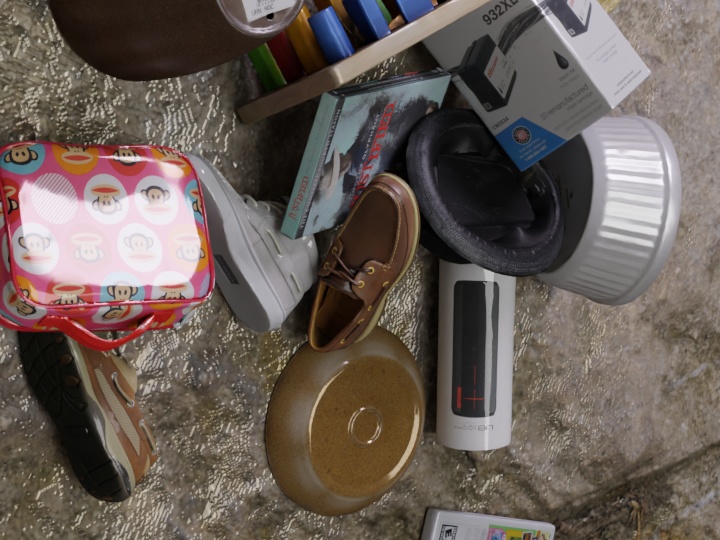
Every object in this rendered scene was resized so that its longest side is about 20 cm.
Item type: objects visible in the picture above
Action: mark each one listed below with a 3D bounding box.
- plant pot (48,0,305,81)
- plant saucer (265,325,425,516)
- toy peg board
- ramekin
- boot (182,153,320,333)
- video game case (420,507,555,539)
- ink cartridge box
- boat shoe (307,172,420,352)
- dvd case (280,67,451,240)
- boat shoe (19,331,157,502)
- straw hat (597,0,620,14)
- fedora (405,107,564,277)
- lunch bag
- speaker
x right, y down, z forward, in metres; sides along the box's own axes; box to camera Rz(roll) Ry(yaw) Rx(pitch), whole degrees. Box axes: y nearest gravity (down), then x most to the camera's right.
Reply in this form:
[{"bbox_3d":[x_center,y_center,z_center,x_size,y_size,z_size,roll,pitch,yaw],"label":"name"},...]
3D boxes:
[{"bbox_3d":[-0.136,-0.246,1.421,0.186,0.200,0.188,-8,104,-36],"label":"plant pot"},{"bbox_3d":[-0.003,0.153,1.702,0.199,0.035,0.201,-8,103,-36],"label":"plant saucer"},{"bbox_3d":[-0.011,-0.233,1.532,0.200,0.199,0.098,-33,100,-27],"label":"toy peg board"},{"bbox_3d":[0.236,-0.067,1.745,0.094,0.202,0.203,8,94,-25],"label":"ramekin"},{"bbox_3d":[-0.105,-0.045,1.575,0.096,0.073,0.201,-47,128,-32],"label":"boot"},{"bbox_3d":[0.122,0.366,1.846,0.181,0.022,0.201,13,90,-38],"label":"video game case"},{"bbox_3d":[0.157,-0.220,1.629,0.200,0.145,0.084,52,50,-3],"label":"ink cartridge box"},{"bbox_3d":[0.000,0.000,1.598,0.068,0.072,0.201,-37,155,-50],"label":"boat shoe"},{"bbox_3d":[0.007,-0.113,1.596,0.200,0.022,0.147,-18,133,-54],"label":"dvd case"},{"bbox_3d":[-0.237,0.105,1.499,0.074,0.075,0.201,-37,117,-44],"label":"boat shoe"},{"bbox_3d":[0.197,-0.347,1.725,0.200,0.085,0.202,-9,105,-36],"label":"straw hat"},{"bbox_3d":[0.105,-0.062,1.666,0.200,0.092,0.201,21,53,-30],"label":"fedora"},{"bbox_3d":[-0.222,-0.017,1.433,0.199,0.082,0.177,1,68,-35],"label":"lunch bag"},{"bbox_3d":[0.119,0.083,1.753,0.081,0.081,0.201,-7,103,-36],"label":"speaker"}]
